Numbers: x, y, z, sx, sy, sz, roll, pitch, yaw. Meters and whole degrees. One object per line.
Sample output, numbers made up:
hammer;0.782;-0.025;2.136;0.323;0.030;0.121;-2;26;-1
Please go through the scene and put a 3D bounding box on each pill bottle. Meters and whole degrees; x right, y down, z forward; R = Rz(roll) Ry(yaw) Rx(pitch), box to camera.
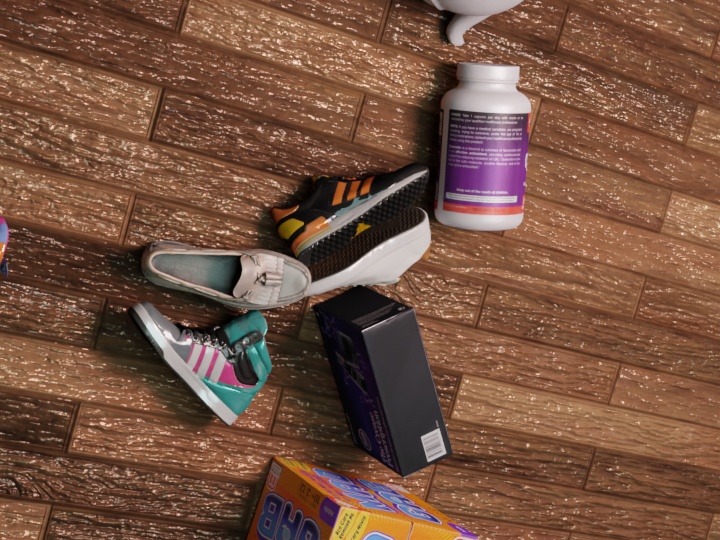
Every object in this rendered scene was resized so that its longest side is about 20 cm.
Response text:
pill bottle;0.152;-0.154;1.764;0.112;0.112;0.201;-2;102;-26

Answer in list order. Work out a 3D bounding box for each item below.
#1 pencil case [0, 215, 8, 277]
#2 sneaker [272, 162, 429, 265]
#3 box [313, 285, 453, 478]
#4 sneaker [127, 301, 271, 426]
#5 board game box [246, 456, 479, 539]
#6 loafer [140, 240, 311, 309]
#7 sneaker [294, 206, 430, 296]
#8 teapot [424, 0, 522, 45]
pencil case;-0.468;-0.033;1.497;0.200;0.088;0.089;14;94;-27
sneaker;-0.013;-0.091;1.712;0.200;0.070;0.090;-33;71;-16
box;0.027;0.133;1.747;0.079;0.141;0.200;-22;110;-18
sneaker;-0.171;0.079;1.666;0.121;0.084;0.200;-43;124;-7
board game box;-0.013;0.368;1.741;0.199;0.200;0.200;18;92;-28
loafer;-0.154;0.006;1.640;0.199;0.063;0.072;8;91;-8
sneaker;0.000;0.000;1.745;0.200;0.073;0.085;-23;131;-10
teapot;0.105;-0.381;1.675;0.146;0.197;0.200;-21;89;17
